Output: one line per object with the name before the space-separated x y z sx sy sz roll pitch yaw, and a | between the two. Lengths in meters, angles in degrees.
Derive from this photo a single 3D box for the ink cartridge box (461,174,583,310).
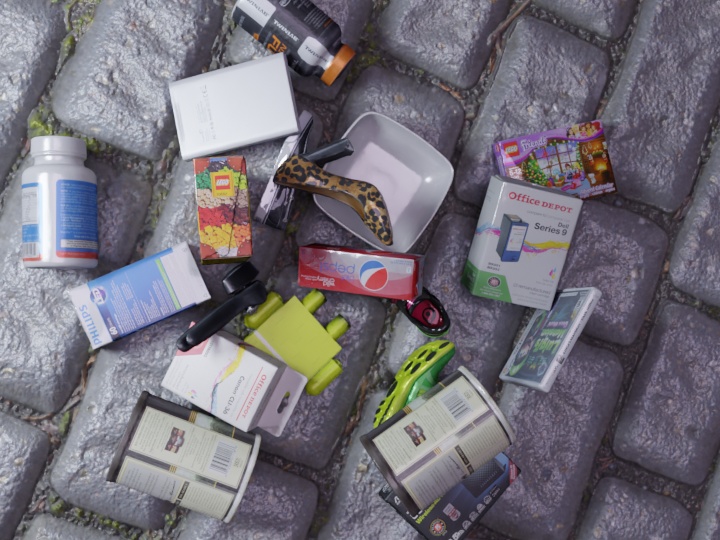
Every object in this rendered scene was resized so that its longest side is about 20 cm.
ink cartridge box | 0.272 -0.048 1.413 0.145 0.088 0.200 13 101 -9

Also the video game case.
video game case | 0.311 0.111 1.382 0.023 0.200 0.182 31 83 -6

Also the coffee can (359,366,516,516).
coffee can | 0.121 0.267 1.305 0.200 0.146 0.147 -34 94 -5

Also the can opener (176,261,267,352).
can opener | -0.217 0.066 1.303 0.079 0.063 0.200 46 47 -3

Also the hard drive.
hard drive | -0.205 -0.264 1.352 0.199 0.025 0.132 -12 86 11

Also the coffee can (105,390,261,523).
coffee can | -0.274 0.291 1.298 0.200 0.146 0.147 23 84 -9

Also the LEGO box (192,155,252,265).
LEGO box | -0.216 -0.088 1.294 0.077 0.200 0.149 -5 88 -11

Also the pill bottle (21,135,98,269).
pill bottle | -0.467 -0.103 1.294 0.112 0.112 0.201 0 88 -10

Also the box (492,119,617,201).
box | 0.347 -0.181 1.480 0.200 0.039 0.137 -14 90 -10

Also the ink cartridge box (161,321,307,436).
ink cartridge box | -0.198 0.176 1.322 0.200 0.067 0.117 26 91 8

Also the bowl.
bowl | 0.034 -0.144 1.405 0.200 0.075 0.200 34 84 -8

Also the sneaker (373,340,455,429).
sneaker | 0.100 0.205 1.413 0.084 0.074 0.200 36 87 -22

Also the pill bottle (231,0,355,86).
pill bottle | -0.105 -0.394 1.372 0.200 0.106 0.106 38 82 -6

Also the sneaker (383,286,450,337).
sneaker | 0.079 0.036 1.402 0.200 0.084 0.077 37 82 -7

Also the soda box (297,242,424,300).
soda box | 0.000 0.000 1.349 0.200 0.063 0.070 6 100 20

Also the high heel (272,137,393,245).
high heel | -0.043 -0.104 1.312 0.142 0.071 0.200 -24 76 -16

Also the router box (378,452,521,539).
router box | 0.152 0.359 1.415 0.150 0.062 0.200 43 82 -5

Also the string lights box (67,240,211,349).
string lights box | -0.352 0.039 1.336 0.200 0.059 0.103 -24 92 -10

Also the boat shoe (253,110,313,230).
boat shoe | -0.110 -0.164 1.381 0.068 0.072 0.200 22 87 -7

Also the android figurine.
android figurine | -0.117 0.127 1.387 0.200 0.041 0.182 -41 95 -11
